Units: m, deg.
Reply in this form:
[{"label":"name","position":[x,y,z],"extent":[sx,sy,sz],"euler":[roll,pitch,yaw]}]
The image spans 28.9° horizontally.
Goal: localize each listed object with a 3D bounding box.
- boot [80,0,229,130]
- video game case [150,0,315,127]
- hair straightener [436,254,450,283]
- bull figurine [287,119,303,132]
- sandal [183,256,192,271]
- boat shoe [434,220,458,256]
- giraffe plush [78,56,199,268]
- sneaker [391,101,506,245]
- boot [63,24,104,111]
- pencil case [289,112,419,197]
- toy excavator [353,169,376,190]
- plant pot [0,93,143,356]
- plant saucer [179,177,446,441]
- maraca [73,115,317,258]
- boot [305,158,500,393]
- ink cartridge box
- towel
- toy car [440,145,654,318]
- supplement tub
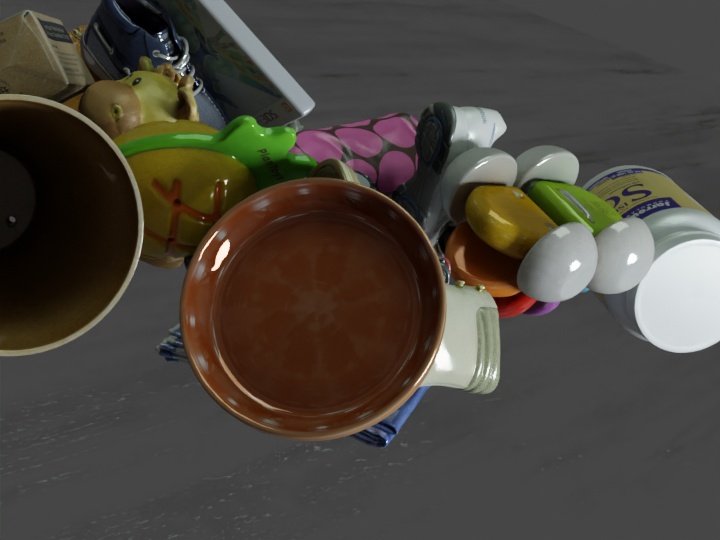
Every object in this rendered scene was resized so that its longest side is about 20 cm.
[{"label":"boot","position":[-0.187,-0.186,1.357],"extent":[0.200,0.090,0.073],"euler":[41,53,1]},{"label":"video game case","position":[-0.148,-0.214,1.376],"extent":[0.200,0.022,0.182],"euler":[48,-20,-13]},{"label":"hair straightener","position":[-0.017,-0.020,1.201],"extent":[0.200,0.041,0.077],"euler":[21,9,-1]},{"label":"bull figurine","position":[-0.056,-0.099,1.497],"extent":[0.200,0.065,0.122],"euler":[15,51,-24]},{"label":"sandal","position":[-0.093,0.003,1.169],"extent":[0.082,0.055,0.200],"euler":[10,19,-25]},{"label":"boat shoe","position":[0.113,-0.043,1.491],"extent":[0.200,0.075,0.073],"euler":[26,22,28]},{"label":"giraffe plush","position":[-0.207,-0.107,1.279],"extent":[0.172,0.162,0.200],"euler":[25,22,24]},{"label":"sneaker","position":[0.089,-0.082,1.405],"extent":[0.087,0.200,0.075],"euler":[-6,51,-27]},{"label":"boot","position":[-0.294,-0.167,1.399],"extent":[0.144,0.071,0.201],"euler":[43,53,15]},{"label":"pencil case","position":[-0.018,-0.110,1.428],"extent":[0.200,0.091,0.094],"euler":[-14,55,-39]},{"label":"toy excavator","position":[0.000,0.000,1.291],"extent":[0.194,0.100,0.200],"euler":[7,35,-25]},{"label":"plant pot","position":[-0.279,-0.046,1.078],"extent":[0.186,0.187,0.200],"euler":[8,6,-22]},{"label":"plant saucer","position":[-0.035,0.029,1.045],"extent":[0.200,0.200,0.032],"euler":[21,-13,13]},{"label":"maraca","position":[-0.137,-0.072,1.146],"extent":[0.200,0.107,0.137],"euler":[-15,-30,14]},{"label":"boot","position":[0.034,0.009,1.139],"extent":[0.155,0.072,0.200],"euler":[5,61,-43]},{"label":"ink cartridge box","position":[-0.344,-0.148,1.215],"extent":[0.200,0.075,0.165],"euler":[-27,9,0]},{"label":"towel","position":[-0.049,0.077,1.121],"extent":[0.200,0.024,0.147],"euler":[21,18,9]},{"label":"toy car","position":[0.166,-0.021,1.343],"extent":[0.200,0.150,0.175],"euler":[-6,43,-41]},{"label":"supplement tub","position":[0.305,-0.013,1.451],"extent":[0.145,0.146,0.200],"euler":[10,20,-16]}]
